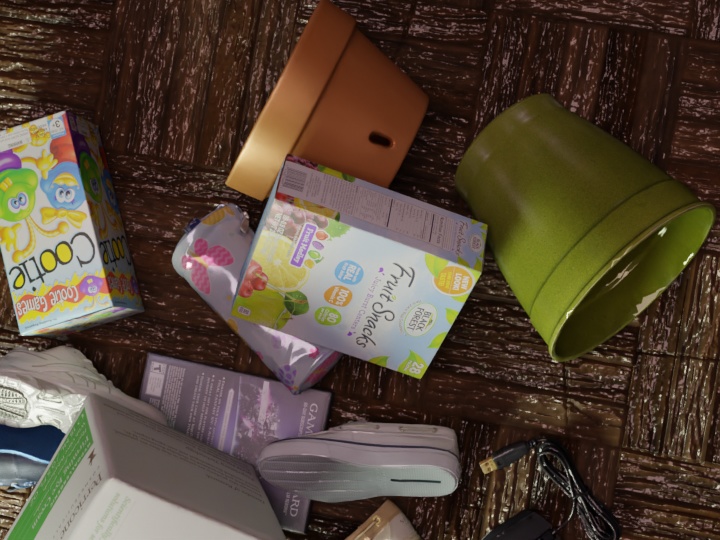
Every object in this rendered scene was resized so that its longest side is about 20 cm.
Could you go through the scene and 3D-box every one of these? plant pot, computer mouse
[{"bbox_3d":[0.194,-0.056,1.424,0.200,0.200,0.193,-42,68,5],"label":"plant pot"},{"bbox_3d":[-0.025,-0.139,1.466,0.139,0.200,0.202,29,92,-6],"label":"plant pot"},{"bbox_3d":[0.140,0.253,1.472,0.199,0.046,0.142,-31,83,7],"label":"computer mouse"}]

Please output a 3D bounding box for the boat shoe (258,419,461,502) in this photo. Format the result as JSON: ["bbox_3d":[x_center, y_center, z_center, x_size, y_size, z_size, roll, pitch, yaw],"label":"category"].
[{"bbox_3d":[0.001,0.182,1.496,0.197,0.074,0.067,5,42,2],"label":"boat shoe"}]

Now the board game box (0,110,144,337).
[{"bbox_3d":[-0.303,-0.044,1.543,0.102,0.105,0.203,-16,84,8],"label":"board game box"}]

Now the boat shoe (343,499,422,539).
[{"bbox_3d":[-0.035,0.294,1.493,0.198,0.074,0.070,-31,79,-3],"label":"boat shoe"}]

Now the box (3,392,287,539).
[{"bbox_3d":[-0.208,0.265,1.423,0.199,0.171,0.200,28,101,-26],"label":"box"}]

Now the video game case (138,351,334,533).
[{"bbox_3d":[-0.135,0.173,1.542,0.197,0.019,0.145,11,89,10],"label":"video game case"}]

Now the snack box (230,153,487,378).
[{"bbox_3d":[-0.003,0.000,1.405,0.197,0.169,0.068,17,47,-7],"label":"snack box"}]

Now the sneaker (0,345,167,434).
[{"bbox_3d":[-0.281,0.119,1.537,0.197,0.100,0.079,19,126,2],"label":"sneaker"}]

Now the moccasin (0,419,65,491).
[{"bbox_3d":[-0.350,0.186,1.547,0.197,0.081,0.069,8,128,-10],"label":"moccasin"}]

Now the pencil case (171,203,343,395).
[{"bbox_3d":[-0.096,0.027,1.513,0.091,0.083,0.200,-42,80,-10],"label":"pencil case"}]
